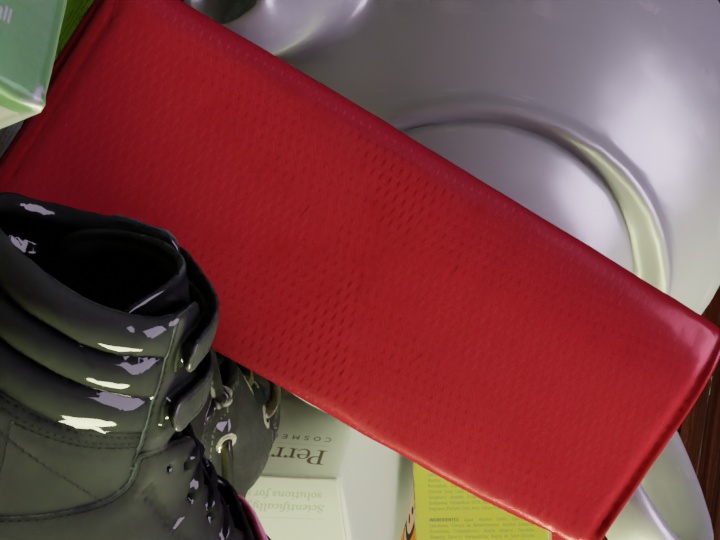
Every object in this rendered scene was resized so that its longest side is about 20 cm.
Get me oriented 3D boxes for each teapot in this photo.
[{"bbox_3d":[0.031,-0.016,0.890,0.146,0.200,0.198,-92,-166,-55],"label":"teapot"}]

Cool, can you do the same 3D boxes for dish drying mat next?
[{"bbox_3d":[0.000,0.000,0.804,0.077,0.200,0.018,-56,-163,12],"label":"dish drying mat"}]

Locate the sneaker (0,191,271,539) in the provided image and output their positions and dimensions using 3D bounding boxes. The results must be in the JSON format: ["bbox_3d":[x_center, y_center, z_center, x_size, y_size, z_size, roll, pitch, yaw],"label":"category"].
[{"bbox_3d":[-0.050,0.049,0.769,0.200,0.099,0.071,29,17,-37],"label":"sneaker"}]

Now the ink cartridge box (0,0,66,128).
[{"bbox_3d":[-0.116,-0.133,0.535,0.145,0.087,0.200,33,55,-37],"label":"ink cartridge box"}]

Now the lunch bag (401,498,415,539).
[{"bbox_3d":[-0.024,0.127,1.142,0.200,0.082,0.176,-71,160,-54],"label":"lunch bag"}]

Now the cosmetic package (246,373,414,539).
[{"bbox_3d":[-0.032,0.040,1.038,0.200,0.108,0.085,-72,160,-54],"label":"cosmetic package"}]

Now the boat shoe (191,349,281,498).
[{"bbox_3d":[-0.054,0.051,0.882,0.070,0.066,0.200,38,-40,46],"label":"boat shoe"}]

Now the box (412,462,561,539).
[{"bbox_3d":[0.046,0.002,1.029,0.075,0.050,0.200,5,84,-75],"label":"box"}]

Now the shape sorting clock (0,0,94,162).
[{"bbox_3d":[-0.111,-0.065,0.764,0.200,0.039,0.200,21,90,-77],"label":"shape sorting clock"}]
